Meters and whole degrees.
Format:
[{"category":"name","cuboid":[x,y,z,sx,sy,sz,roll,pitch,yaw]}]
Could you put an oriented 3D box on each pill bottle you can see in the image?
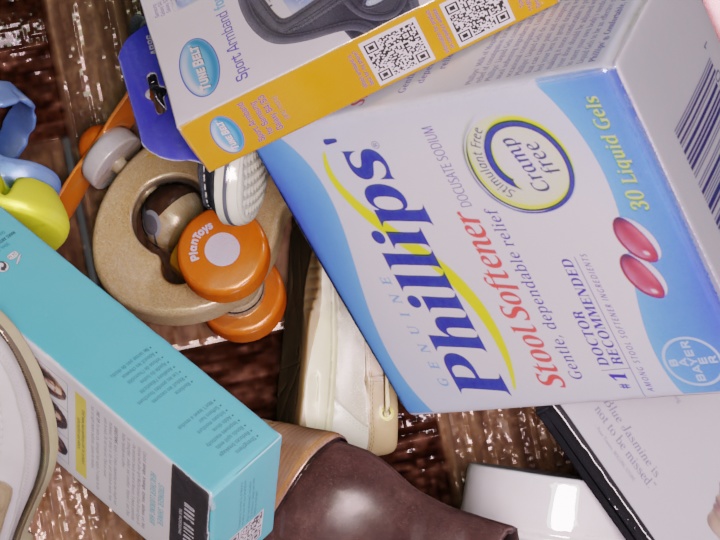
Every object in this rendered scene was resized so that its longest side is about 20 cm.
[{"category":"pill bottle","cuboid":[0.088,0.204,1.049,0.113,0.114,0.202,8,86,-4]}]

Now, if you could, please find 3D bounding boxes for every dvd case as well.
[{"category":"dvd case","cuboid":[0.189,0.076,1.060,0.200,0.018,0.143,-37,91,-39]}]

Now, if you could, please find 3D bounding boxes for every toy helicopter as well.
[{"category":"toy helicopter","cuboid":[-0.085,-0.069,1.077,0.131,0.079,0.202,14,72,11]}]

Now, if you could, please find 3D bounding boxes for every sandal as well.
[{"category":"sandal","cuboid":[-0.244,-0.059,1.061,0.198,0.080,0.088,7,64,-4]}]

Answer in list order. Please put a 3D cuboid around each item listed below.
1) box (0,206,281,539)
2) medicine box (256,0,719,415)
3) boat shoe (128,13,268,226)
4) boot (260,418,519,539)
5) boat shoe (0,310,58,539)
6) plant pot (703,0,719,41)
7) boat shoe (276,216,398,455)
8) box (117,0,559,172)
[{"category":"box","cuboid":[-0.127,0.057,0.988,0.199,0.083,0.049,37,56,22]},{"category":"medicine box","cuboid":[0.081,-0.036,0.967,0.183,0.199,0.103,60,41,-28]},{"category":"boat shoe","cuboid":[-0.081,-0.104,1.019,0.062,0.075,0.202,-10,57,0]},{"category":"boot","cuboid":[-0.020,0.184,1.016,0.165,0.072,0.202,23,105,25]},{"category":"boat shoe","cuboid":[-0.196,0.104,0.993,0.074,0.201,0.068,30,43,24]},{"category":"plant pot","cuboid":[0.140,-0.174,1.044,0.199,0.200,0.177,30,95,-3]},{"category":"boat shoe","cuboid":[0.000,0.000,1.080,0.066,0.074,0.202,8,88,-16]},{"category":"box","cuboid":[-0.022,-0.128,0.932,0.199,0.042,0.120,-24,51,5]}]
